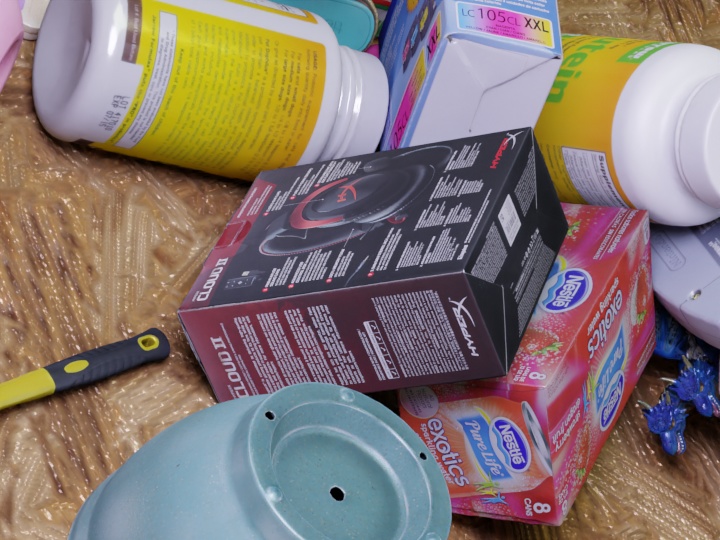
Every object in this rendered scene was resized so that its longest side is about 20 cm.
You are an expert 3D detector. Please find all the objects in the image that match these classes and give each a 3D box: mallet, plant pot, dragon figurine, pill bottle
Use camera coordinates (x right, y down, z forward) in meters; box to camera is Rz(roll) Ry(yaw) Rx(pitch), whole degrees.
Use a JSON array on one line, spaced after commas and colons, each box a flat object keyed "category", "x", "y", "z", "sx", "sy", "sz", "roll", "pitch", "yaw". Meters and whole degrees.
[{"category": "mallet", "x": -0.180, "y": 0.053, "z": 1.496, "sx": 0.066, "sy": 0.041, "sz": 0.200, "roll": 50, "pitch": 37, "yaw": 8}, {"category": "plant pot", "x": -0.034, "y": 0.142, "z": 1.441, "sx": 0.200, "sy": 0.134, "sz": 0.201, "roll": 21, "pitch": 43, "yaw": -21}, {"category": "dragon figurine", "x": 0.208, "y": 0.032, "z": 1.763, "sx": 0.099, "sy": 0.059, "sz": 0.200, "roll": 34, "pitch": 40, "yaw": -44}, {"category": "pill bottle", "x": -0.087, "y": -0.113, "z": 1.663, "sx": 0.200, "sy": 0.109, "sz": 0.109, "roll": 12, "pitch": 46, "yaw": -28}, {"category": "pill bottle", "x": 0.177, "y": -0.086, "z": 1.716, "sx": 0.111, "sy": 0.200, "sz": 0.111, "roll": -5, "pitch": 100, "yaw": -34}]

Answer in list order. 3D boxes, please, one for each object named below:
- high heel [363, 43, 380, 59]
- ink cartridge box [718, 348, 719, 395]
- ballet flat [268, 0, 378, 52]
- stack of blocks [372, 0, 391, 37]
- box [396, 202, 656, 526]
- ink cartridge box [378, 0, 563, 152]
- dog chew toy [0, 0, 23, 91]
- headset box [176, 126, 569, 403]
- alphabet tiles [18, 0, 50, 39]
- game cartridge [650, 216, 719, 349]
[{"category": "high heel", "x": 0.033, "y": -0.060, "z": 1.753, "sx": 0.096, "sy": 0.067, "sz": 0.200, "roll": -1, "pitch": 60, "yaw": -9}, {"category": "ink cartridge box", "x": 0.304, "y": 0.068, "z": 1.756, "sx": 0.200, "sy": 0.075, "sz": 0.165, "roll": 49, "pitch": 32, "yaw": -32}, {"category": "ballet flat", "x": -0.085, "y": -0.177, "z": 1.753, "sx": 0.200, "sy": 0.071, "sz": 0.071, "roll": 12, "pitch": 46, "yaw": -25}, {"category": "stack of blocks", "x": 0.032, "y": -0.243, "z": 1.917, "sx": 0.115, "sy": 0.059, "sz": 0.200, "roll": 12, "pitch": 46, "yaw": -29}, {"category": "box", "x": 0.101, "y": 0.049, "z": 1.633, "sx": 0.095, "sy": 0.100, "sz": 0.200, "roll": 6, "pitch": 33, "yaw": 22}, {"category": "ink cartridge box", "x": 0.063, "y": -0.144, "z": 1.696, "sx": 0.076, "sy": 0.137, "sz": 0.200, "roll": 14, "pitch": 39, "yaw": -10}, {"category": "dog chew toy", "x": -0.289, "y": -0.149, "z": 1.542, "sx": 0.200, "sy": 0.125, "sz": 0.125, "roll": 27, "pitch": 40, "yaw": -2}, {"category": "headset box", "x": 0.000, "y": 0.000, "z": 1.577, "sx": 0.075, "sy": 0.200, "sz": 0.149, "roll": 67, "pitch": 29, "yaw": -28}, {"category": "alphabet tiles", "x": -0.181, "y": -0.207, "z": 1.757, "sx": 0.195, "sy": 0.015, "sz": 0.200, "roll": 25, "pitch": 42, "yaw": -15}, {"category": "game cartridge", "x": 0.232, "y": -0.028, "z": 1.721, "sx": 0.042, "sy": 0.133, "sz": 0.200, "roll": 46, "pitch": 8, "yaw": -28}]
